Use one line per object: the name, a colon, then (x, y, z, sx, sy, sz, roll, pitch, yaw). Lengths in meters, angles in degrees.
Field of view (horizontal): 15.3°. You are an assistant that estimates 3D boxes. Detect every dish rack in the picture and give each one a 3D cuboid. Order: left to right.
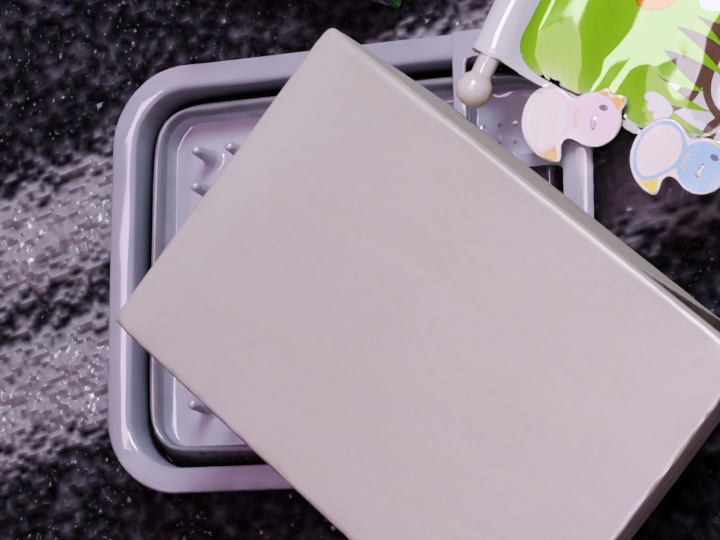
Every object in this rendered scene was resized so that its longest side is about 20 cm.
dish rack: (0.000, 0.000, 1.036, 0.199, 0.044, 0.172, -4, 79, 21)

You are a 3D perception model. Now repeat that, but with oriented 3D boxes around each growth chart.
growth chart: (0.146, -0.091, 0.982, 0.199, 0.018, 0.145, 16, 79, 12)

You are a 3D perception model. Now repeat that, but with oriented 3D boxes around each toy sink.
toy sink: (0.040, 0.033, 0.929, 0.200, 0.112, 0.131, 39, 96, 29)

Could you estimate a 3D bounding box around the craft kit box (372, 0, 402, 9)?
craft kit box: (-0.039, -0.229, 1.098, 0.199, 0.049, 0.198, 19, 85, 24)
